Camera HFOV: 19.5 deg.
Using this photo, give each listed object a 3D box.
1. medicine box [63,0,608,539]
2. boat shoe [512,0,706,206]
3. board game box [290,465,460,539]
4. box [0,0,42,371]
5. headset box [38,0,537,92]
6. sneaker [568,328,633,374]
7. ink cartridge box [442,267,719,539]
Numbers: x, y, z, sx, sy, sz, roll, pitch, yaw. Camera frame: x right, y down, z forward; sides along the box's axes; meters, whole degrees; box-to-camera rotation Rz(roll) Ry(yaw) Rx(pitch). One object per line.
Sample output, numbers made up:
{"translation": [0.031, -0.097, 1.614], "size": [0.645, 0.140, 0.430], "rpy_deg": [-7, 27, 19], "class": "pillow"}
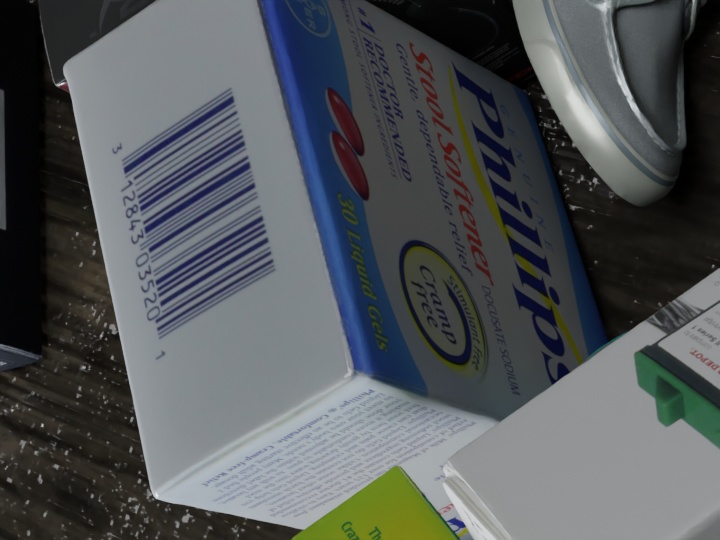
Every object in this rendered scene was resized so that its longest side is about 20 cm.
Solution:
{"translation": [0.000, 0.000, 0.812], "size": [0.103, 0.200, 0.183], "rpy_deg": [-30, 61, 28], "class": "medicine box"}
{"translation": [0.105, -0.125, 0.855], "size": [0.071, 0.070, 0.202], "rpy_deg": [-30, 58, 32], "class": "boat shoe"}
{"translation": [0.054, 0.157, 0.658], "size": [0.047, 0.102, 0.200], "rpy_deg": [-33, 36, -7], "class": "board game box"}
{"translation": [-0.272, -0.039, 1.071], "size": [0.199, 0.117, 0.198], "rpy_deg": [-14, 69, 31], "class": "box"}
{"translation": [-0.028, -0.115, 0.866], "size": [0.148, 0.200, 0.075], "rpy_deg": [-28, 62, 27], "class": "headset box"}
{"translation": [0.105, 0.094, 0.760], "size": [0.083, 0.121, 0.201], "rpy_deg": [35, 98, 37], "class": "sneaker"}
{"translation": [0.145, 0.069, 0.652], "size": [0.200, 0.146, 0.084], "rpy_deg": [-35, 39, -6], "class": "ink cartridge box"}
